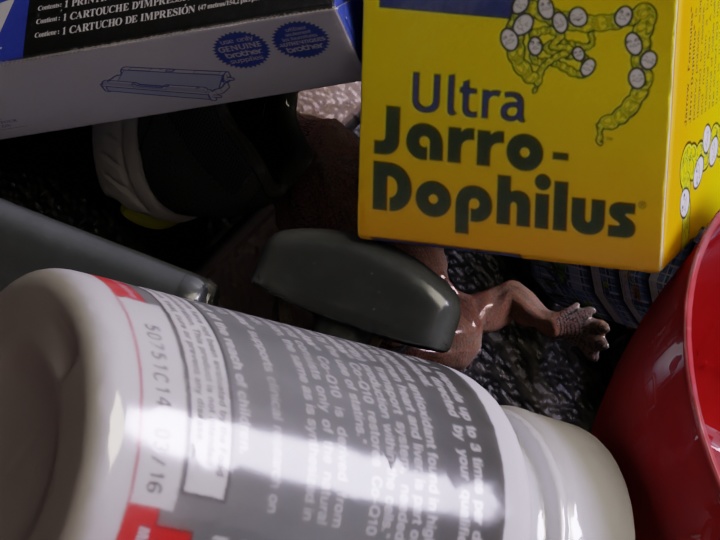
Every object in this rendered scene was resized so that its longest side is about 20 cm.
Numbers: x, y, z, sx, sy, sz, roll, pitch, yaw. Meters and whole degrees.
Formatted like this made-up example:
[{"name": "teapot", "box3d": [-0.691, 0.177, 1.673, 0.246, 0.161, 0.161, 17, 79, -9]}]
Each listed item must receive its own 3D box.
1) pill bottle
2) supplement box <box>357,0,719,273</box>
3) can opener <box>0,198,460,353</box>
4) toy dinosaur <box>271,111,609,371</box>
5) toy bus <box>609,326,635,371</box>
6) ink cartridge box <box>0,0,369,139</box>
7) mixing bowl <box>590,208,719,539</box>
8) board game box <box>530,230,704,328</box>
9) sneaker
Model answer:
[{"name": "pill bottle", "box3d": [-0.021, 0.075, 0.753, 0.200, 0.114, 0.114, 15, 55, -33]}, {"name": "supplement box", "box3d": [0.084, -0.079, 0.892, 0.200, 0.109, 0.110, -33, 127, -65]}, {"name": "can opener", "box3d": [-0.065, 0.003, 0.865, 0.200, 0.053, 0.067, 17, 87, 6]}, {"name": "toy dinosaur", "box3d": [0.000, 0.000, 0.953, 0.135, 0.086, 0.200, -1, 56, -39]}, {"name": "toy bus", "box3d": [0.148, 0.093, 1.039, 0.078, 0.065, 0.200, 29, 48, -24]}, {"name": "ink cartridge box", "box3d": [-0.096, -0.099, 0.870, 0.044, 0.200, 0.094, 61, 25, -52]}, {"name": "mixing bowl", "box3d": [0.149, 0.080, 0.849, 0.200, 0.108, 0.200, 22, 51, -30]}, {"name": "board game box", "box3d": [0.185, -0.062, 1.018, 0.062, 0.200, 0.200, 44, 71, -40]}, {"name": "sneaker", "box3d": [-0.050, -0.114, 0.939, 0.074, 0.085, 0.200, -10, 101, -52]}]
